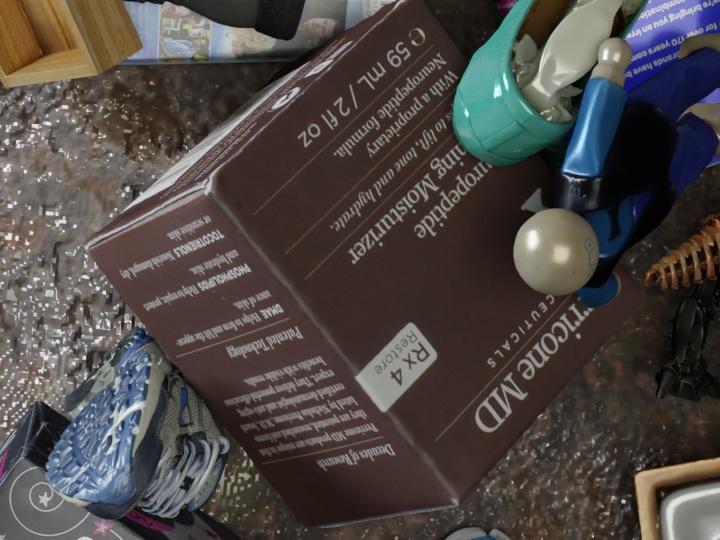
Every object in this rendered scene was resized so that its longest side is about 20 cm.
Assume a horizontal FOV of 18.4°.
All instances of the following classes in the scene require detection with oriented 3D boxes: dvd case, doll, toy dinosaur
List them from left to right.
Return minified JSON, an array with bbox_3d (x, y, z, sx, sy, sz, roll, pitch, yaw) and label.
[{"bbox_3d":[-0.063,-0.185,1.204,0.198,0.018,0.144,-2,97,-5],"label":"dvd case"},{"bbox_3d":[0.128,-0.050,1.069,0.048,0.200,0.138,16,127,29],"label":"doll"},{"bbox_3d":[0.211,0.009,1.198,0.198,0.102,0.137,9,97,-29],"label":"toy dinosaur"}]

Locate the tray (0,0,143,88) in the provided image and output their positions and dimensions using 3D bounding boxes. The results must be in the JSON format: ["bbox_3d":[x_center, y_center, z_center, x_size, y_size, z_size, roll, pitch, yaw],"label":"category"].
[{"bbox_3d":[-0.188,-0.195,1.134,0.037,0.098,0.201,-35,111,-33],"label":"tray"}]

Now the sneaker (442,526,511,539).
[{"bbox_3d":[0.111,0.238,1.248,0.075,0.087,0.200,-41,101,-1],"label":"sneaker"}]

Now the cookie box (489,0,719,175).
[{"bbox_3d":[0.160,-0.156,1.203,0.170,0.075,0.202,-21,98,-4],"label":"cookie box"}]

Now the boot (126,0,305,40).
[{"bbox_3d":[-0.077,-0.212,1.126,0.130,0.070,0.201,11,119,-8],"label":"boot"}]

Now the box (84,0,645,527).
[{"bbox_3d":[0.000,0.000,1.137,0.166,0.164,0.200,-44,102,-28],"label":"box"}]

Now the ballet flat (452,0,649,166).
[{"bbox_3d":[0.116,-0.134,1.090,0.067,0.070,0.201,42,64,-21],"label":"ballet flat"}]

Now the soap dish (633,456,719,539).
[{"bbox_3d":[0.239,0.194,1.258,0.156,0.081,0.202,-10,98,-5],"label":"soap dish"}]

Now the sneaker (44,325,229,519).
[{"bbox_3d":[-0.103,0.088,1.144,0.085,0.200,0.077,42,99,-10],"label":"sneaker"}]

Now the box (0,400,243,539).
[{"bbox_3d":[-0.127,0.180,1.189,0.199,0.132,0.115,35,95,-10],"label":"box"}]
